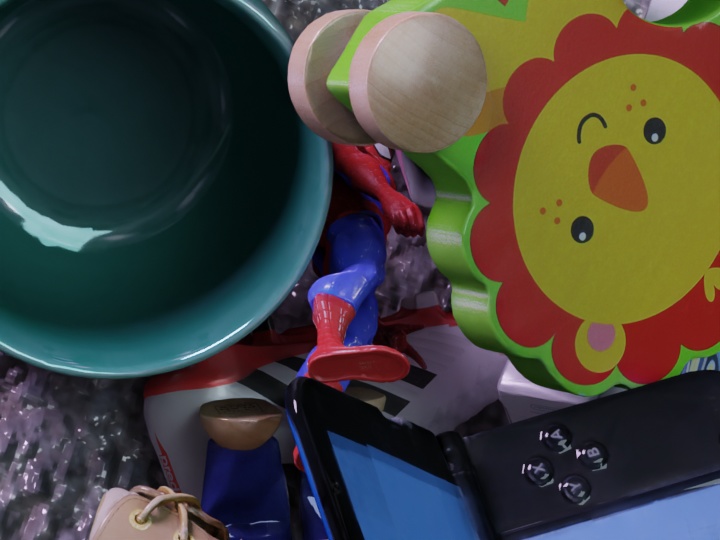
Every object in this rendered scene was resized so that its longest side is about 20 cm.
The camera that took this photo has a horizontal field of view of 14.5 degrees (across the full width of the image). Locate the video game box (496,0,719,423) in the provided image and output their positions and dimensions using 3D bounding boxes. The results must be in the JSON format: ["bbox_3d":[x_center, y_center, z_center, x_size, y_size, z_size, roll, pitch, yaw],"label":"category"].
[{"bbox_3d":[0.122,0.018,1.138,0.182,0.047,0.200,69,38,-54],"label":"video game box"}]

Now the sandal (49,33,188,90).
[{"bbox_3d":[-0.101,-0.101,1.099,0.200,0.045,0.075,32,60,-20],"label":"sandal"}]

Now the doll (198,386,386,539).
[{"bbox_3d":[-0.026,0.147,1.047,0.136,0.048,0.200,-6,97,-17],"label":"doll"}]

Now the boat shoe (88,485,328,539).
[{"bbox_3d":[-0.080,0.108,0.981,0.200,0.074,0.066,-10,91,-1],"label":"boat shoe"}]

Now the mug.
[{"bbox_3d":[-0.108,-0.049,1.026,0.185,0.114,0.152,6,104,-10],"label":"mug"}]

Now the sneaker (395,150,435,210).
[{"bbox_3d":[0.060,-0.084,1.102,0.070,0.200,0.082,9,70,-9],"label":"sneaker"}]

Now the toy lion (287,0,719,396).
[{"bbox_3d":[0.086,-0.065,0.992,0.192,0.069,0.200,37,78,-26],"label":"toy lion"}]

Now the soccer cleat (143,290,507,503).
[{"bbox_3d":[0.008,0.054,1.111,0.200,0.069,0.085,-8,88,-30],"label":"soccer cleat"}]

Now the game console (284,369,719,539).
[{"bbox_3d":[0.083,0.118,0.899,0.171,0.118,0.200,-16,65,-9],"label":"game console"}]

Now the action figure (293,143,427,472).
[{"bbox_3d":[0.000,0.000,1.041,0.052,0.065,0.200,1,31,-3],"label":"action figure"}]
